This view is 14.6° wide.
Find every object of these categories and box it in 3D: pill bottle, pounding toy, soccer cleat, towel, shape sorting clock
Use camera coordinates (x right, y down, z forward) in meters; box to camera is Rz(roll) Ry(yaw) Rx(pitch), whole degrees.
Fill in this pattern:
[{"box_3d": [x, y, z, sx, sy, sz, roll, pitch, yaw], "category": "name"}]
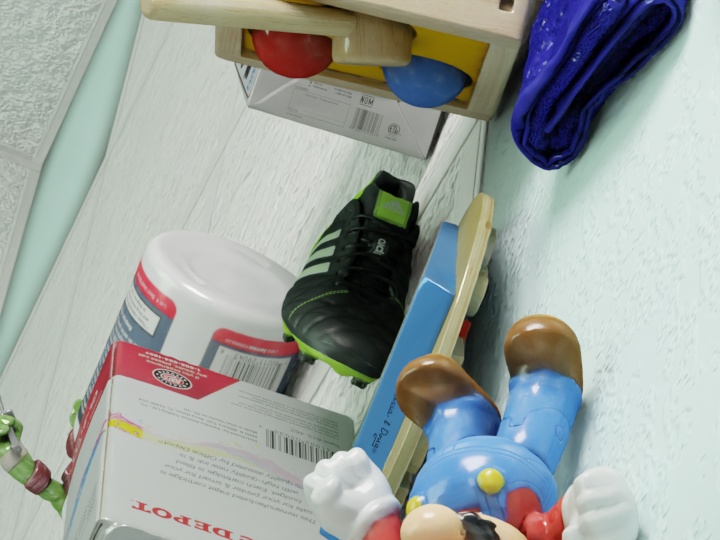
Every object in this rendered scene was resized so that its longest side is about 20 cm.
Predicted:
[{"box_3d": [-0.117, 0.087, 1.810, 0.120, 0.119, 0.201, -98, 31, -68], "category": "pill bottle"}, {"box_3d": [-0.006, -0.149, 1.430, 0.200, 0.183, 0.143, 104, 179, -78], "category": "pounding toy"}, {"box_3d": [0.000, 0.000, 1.536, 0.200, 0.067, 0.081, -84, 20, -71], "category": "soccer cleat"}, {"box_3d": [0.116, -0.164, 1.327, 0.148, 0.049, 0.201, 127, 160, -53], "category": "towel"}, {"box_3d": [0.028, 0.058, 1.376, 0.200, 0.039, 0.201, 23, -90, -89], "category": "shape sorting clock"}]

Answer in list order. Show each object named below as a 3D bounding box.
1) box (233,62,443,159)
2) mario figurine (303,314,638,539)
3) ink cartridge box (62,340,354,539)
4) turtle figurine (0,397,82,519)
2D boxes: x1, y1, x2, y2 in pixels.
[{"box_3d": [-0.015, -0.133, 1.717, 0.200, 0.116, 0.060, -109, 37, -74], "category": "box"}, {"box_3d": [0.042, 0.088, 1.098, 0.200, 0.106, 0.124, -82, 19, -54], "category": "mario figurine"}, {"box_3d": [-0.080, 0.135, 1.482, 0.200, 0.145, 0.083, -94, 26, -65], "category": "ink cartridge box"}, {"box_3d": [-0.203, 0.109, 2.125, 0.194, 0.143, 0.201, 140, 145, -61], "category": "turtle figurine"}]
